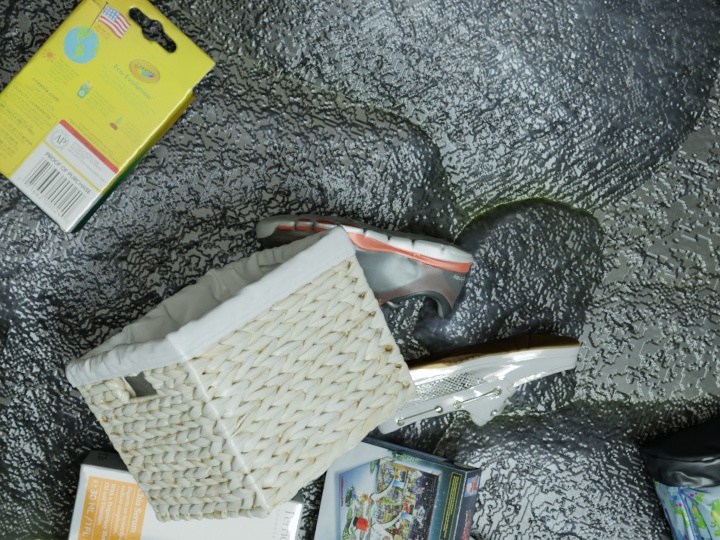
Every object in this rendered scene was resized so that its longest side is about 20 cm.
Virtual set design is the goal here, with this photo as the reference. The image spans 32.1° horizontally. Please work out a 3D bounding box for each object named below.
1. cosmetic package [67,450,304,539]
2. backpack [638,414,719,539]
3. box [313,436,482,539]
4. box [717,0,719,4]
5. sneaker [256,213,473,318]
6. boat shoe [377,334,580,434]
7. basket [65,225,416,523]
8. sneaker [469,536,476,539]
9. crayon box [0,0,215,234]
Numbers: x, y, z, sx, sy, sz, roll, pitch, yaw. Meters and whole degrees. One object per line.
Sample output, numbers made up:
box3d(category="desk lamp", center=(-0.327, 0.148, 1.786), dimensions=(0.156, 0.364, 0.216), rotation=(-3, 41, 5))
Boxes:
box3d(category="cosmetic package", center=(-0.157, 0.232, 1.120), dimensions=(0.198, 0.071, 0.102), rotation=(10, 91, -5))
box3d(category="backpack", center=(0.361, 0.242, 1.134), dimensions=(0.162, 0.154, 0.202), rotation=(-14, 106, -10))
box3d(category="box", center=(0.023, 0.259, 1.118), dimensions=(0.136, 0.038, 0.202), rotation=(12, 92, 28))
box3d(category="box", center=(0.461, -0.248, 1.123), dimensions=(0.198, 0.123, 0.200), rotation=(-38, 94, -1))
box3d(category="sneaker", center=(0.000, 0.000, 1.123), dimensions=(0.198, 0.077, 0.083), rotation=(12, 98, -4))
box3d(category="boat shoe", center=(0.105, 0.106, 1.138), dimensions=(0.198, 0.071, 0.070), rotation=(-12, 94, 5))
box3d(category="basket", center=(-0.095, 0.086, 1.030), dimensions=(0.200, 0.198, 0.162), rotation=(-36, 102, -37))
box3d(category="sneaker", center=(0.134, 0.291, 1.154), dimensions=(0.200, 0.075, 0.087), rotation=(48, 55, 2))
box3d(category="crayon box", center=(-0.237, -0.148, 1.110), dimensions=(0.127, 0.051, 0.200), rotation=(42, 89, -5))
